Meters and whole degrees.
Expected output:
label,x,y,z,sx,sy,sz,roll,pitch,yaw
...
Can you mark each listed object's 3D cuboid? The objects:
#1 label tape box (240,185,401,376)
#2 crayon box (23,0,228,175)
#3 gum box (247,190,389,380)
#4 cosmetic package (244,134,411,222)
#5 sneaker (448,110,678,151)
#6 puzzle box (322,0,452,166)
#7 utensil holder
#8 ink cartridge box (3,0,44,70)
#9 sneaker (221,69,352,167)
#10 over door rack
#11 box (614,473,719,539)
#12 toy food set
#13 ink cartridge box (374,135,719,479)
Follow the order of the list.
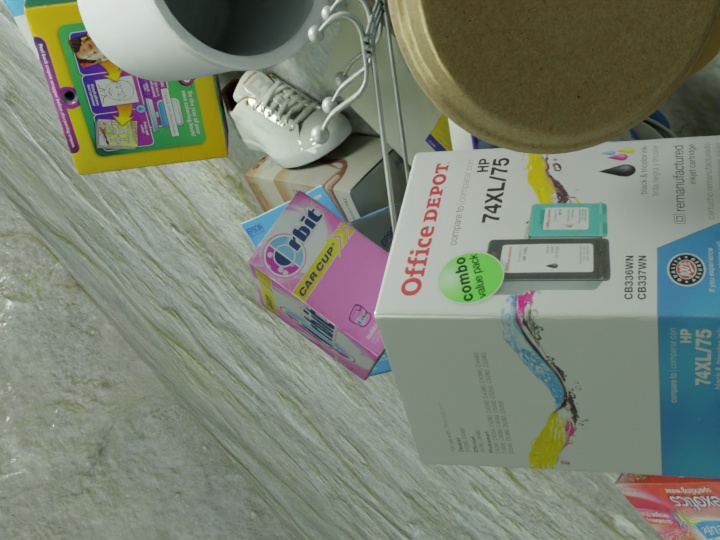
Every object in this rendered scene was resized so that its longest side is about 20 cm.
label,x,y,z,sx,sy,sz,roll,pitch,yaw
label tape box,0.000,0.000,0.871,0.142,0.066,0.201,-19,115,50
crayon box,-0.238,-0.207,0.990,0.059,0.169,0.202,-102,5,-48
gum box,-0.020,0.021,0.744,0.113,0.067,0.200,35,169,5
cosmetic package,-0.022,-0.077,0.975,0.199,0.087,0.104,13,140,53
sneaker,0.145,-0.058,0.644,0.144,0.081,0.203,7,130,30
puzzle box,0.055,-0.140,0.820,0.200,0.025,0.133,45,157,4
utensil holder,-0.143,-0.250,0.804,0.199,0.170,0.171,8,137,57
ink cartridge box,-0.282,-0.267,1.029,0.086,0.142,0.202,-94,-12,-48
sneaker,-0.088,-0.162,0.970,0.199,0.073,0.085,17,147,51
over door rack,0.011,-0.109,0.717,0.065,0.148,0.203,-15,115,14
box,0.323,0.179,0.784,0.103,0.095,0.200,47,157,-5
toy food set,0.105,-0.163,0.490,0.199,0.199,0.049,54,-179,-21
ink cartridge box,0.127,0.023,0.580,0.196,0.148,0.147,-1,135,18
